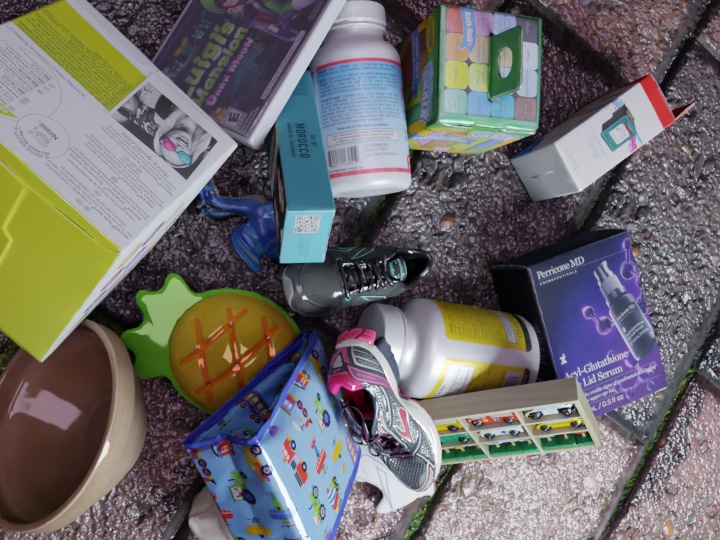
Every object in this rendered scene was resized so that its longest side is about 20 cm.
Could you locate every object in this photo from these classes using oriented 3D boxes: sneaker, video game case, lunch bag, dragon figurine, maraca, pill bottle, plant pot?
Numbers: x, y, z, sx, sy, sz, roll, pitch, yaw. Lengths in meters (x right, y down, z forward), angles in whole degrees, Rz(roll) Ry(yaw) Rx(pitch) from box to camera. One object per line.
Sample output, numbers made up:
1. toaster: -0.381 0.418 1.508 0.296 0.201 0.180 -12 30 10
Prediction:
1. sneaker: 0.019 0.159 0.722 0.079 0.075 0.202 -18 117 28
2. sneaker: 0.000 0.000 0.762 0.198 0.078 0.077 -12 88 -47
3. video game case: -0.129 -0.247 0.746 0.180 0.023 0.203 26 82 27
4. lunch bag: -0.057 0.167 0.695 0.200 0.092 0.153 -48 121 -53
5. dragon figurine: -0.113 -0.030 0.785 0.098 0.059 0.203 -31 97 -13
6. maraca: -0.154 0.083 0.748 0.196 0.107 0.140 22 86 -13
7. pill bottle: 0.097 0.093 0.800 0.196 0.111 0.114 11 87 -24
8. plant pot: -0.283 0.158 0.700 0.093 0.199 0.204 38 78 -52
9. sneaker: 0.011 0.196 0.812 0.086 0.074 0.203 -30 96 -7
10. pill bottle: -0.003 -0.189 0.789 0.106 0.109 0.205 -5 91 -14

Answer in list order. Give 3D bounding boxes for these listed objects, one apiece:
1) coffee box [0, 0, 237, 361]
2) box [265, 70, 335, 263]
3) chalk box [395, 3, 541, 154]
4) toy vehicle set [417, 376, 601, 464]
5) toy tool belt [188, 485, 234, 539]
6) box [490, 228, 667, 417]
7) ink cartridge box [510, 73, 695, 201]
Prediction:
1. coffee box: -0.274 -0.083 0.632 0.200 0.199 0.199 43 38 -11
2. box: -0.069 -0.113 0.735 0.048 0.083 0.203 -1 54 -14
3. chalk box: 0.120 -0.209 0.774 0.121 0.200 0.128 2 89 -14
4. toy vehicle set: 0.157 0.173 0.779 0.125 0.196 0.027 50 35 -44
5. toy tool belt: -0.081 0.277 0.761 0.200 0.125 0.123 43 88 -11
6. box: 0.267 0.067 0.862 0.145 0.104 0.204 -19 95 -13
7. ink cartridge box: 0.299 -0.171 0.865 0.198 0.116 0.068 -35 97 -13
